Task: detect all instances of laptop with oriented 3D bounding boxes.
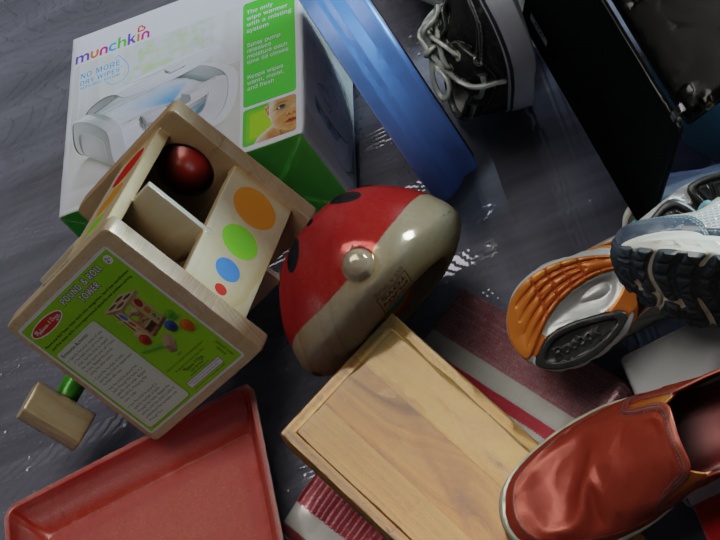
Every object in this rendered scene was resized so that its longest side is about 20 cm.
[{"bbox_3d":[0.188,-0.157,1.072,0.199,0.103,0.178,-37,63,20],"label":"laptop"}]

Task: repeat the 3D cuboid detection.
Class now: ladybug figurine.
[{"bbox_3d":[0.000,0.000,1.128,0.072,0.200,0.136,43,85,8],"label":"ladybug figurine"}]

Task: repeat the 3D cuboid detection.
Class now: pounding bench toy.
[{"bbox_3d":[-0.146,0.013,1.216,0.200,0.124,0.157,-40,19,38],"label":"pounding bench toy"}]

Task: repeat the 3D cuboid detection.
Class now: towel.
[{"bbox_3d":[0.057,0.119,1.123,0.144,0.023,0.200,31,77,39],"label":"towel"}]

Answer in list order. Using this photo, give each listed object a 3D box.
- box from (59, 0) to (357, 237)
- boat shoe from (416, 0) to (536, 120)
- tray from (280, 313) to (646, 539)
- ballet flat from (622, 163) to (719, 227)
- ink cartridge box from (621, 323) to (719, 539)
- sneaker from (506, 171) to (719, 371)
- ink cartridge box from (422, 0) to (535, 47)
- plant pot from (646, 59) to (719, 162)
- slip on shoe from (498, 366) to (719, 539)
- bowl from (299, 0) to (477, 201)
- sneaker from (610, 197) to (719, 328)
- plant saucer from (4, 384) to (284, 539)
[{"bbox_3d":[-0.109,-0.110,1.341,0.198,0.097,0.178,-17,52,19],"label":"box"},{"bbox_3d":[0.073,-0.150,1.197,0.068,0.199,0.074,-20,78,1],"label":"boat shoe"},{"bbox_3d":[0.058,0.127,1.054,0.200,0.037,0.099,41,80,21],"label":"tray"},{"bbox_3d":[0.257,-0.050,1.113,0.198,0.070,0.070,-9,52,25],"label":"ballet flat"},{"bbox_3d":[0.266,0.080,1.016,0.199,0.045,0.177,-27,46,9],"label":"ink cartridge box"},{"bbox_3d":[0.178,-0.003,1.087,0.198,0.092,0.076,-21,87,2],"label":"sneaker"},{"bbox_3d":[0.072,-0.240,1.218,0.198,0.160,0.048,23,59,0],"label":"ink cartridge box"},{"bbox_3d":[0.258,-0.191,1.146,0.199,0.161,0.202,-16,50,20],"label":"plant pot"},{"bbox_3d":[0.164,0.096,0.989,0.199,0.061,0.075,-24,71,12],"label":"slip on shoe"},{"bbox_3d":[0.013,-0.138,1.217,0.039,0.201,0.201,-33,46,4],"label":"bowl"},{"bbox_3d":[0.238,-0.021,1.015,0.198,0.078,0.087,-1,58,6],"label":"sneaker"},{"bbox_3d":[-0.130,0.196,1.152,0.198,0.037,0.201,-27,47,13],"label":"plant saucer"}]
